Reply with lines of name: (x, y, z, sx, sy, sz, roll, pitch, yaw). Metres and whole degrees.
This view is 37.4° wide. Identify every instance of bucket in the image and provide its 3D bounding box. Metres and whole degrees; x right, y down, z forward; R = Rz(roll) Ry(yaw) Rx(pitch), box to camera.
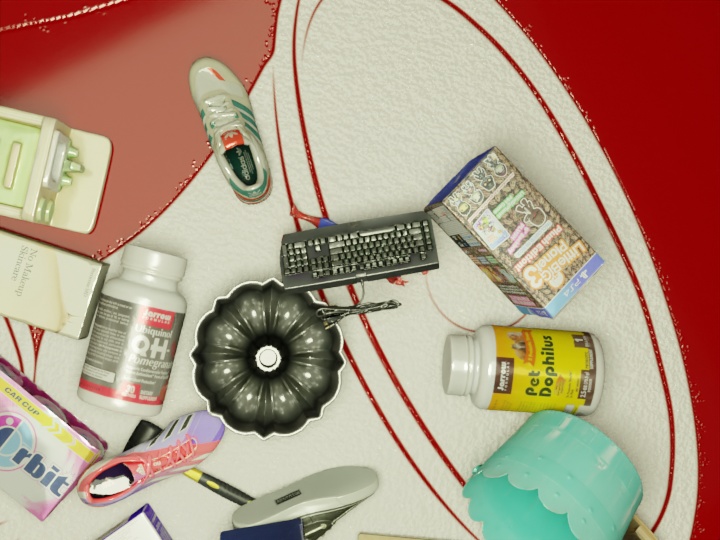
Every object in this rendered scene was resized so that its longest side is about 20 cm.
bucket: (0.244, 0.286, 1.329, 0.208, 0.207, 0.135, 49, 60, -3)

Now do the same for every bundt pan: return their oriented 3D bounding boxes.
bundt pan: (-0.119, 0.112, 1.367, 0.199, 0.076, 0.205, 0, 87, -6)

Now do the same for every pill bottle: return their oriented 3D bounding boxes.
pill bottle: (-0.281, 0.074, 1.337, 0.109, 0.111, 0.203, 14, 89, -5)
pill bottle: (0.209, 0.128, 1.380, 0.197, 0.109, 0.111, 4, 90, -5)

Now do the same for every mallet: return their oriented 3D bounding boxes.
mallet: (-0.212, 0.257, 1.384, 0.198, 0.041, 0.067, 22, 86, -9)

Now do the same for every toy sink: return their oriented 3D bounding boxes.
toy sink: (-0.426, -0.130, 1.325, 0.197, 0.112, 0.132, 14, 89, -5)

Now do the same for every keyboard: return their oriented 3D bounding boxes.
keyboard: (0.000, 0.000, 1.324, 0.197, 0.021, 0.129, -10, 79, 1)

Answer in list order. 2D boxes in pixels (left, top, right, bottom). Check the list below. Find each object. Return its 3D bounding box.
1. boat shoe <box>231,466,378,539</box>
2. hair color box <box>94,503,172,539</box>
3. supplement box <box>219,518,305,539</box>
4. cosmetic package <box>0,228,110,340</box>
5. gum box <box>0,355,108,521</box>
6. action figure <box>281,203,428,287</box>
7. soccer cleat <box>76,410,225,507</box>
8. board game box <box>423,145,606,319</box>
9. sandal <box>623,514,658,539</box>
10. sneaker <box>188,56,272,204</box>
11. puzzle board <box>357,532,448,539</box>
boat shoe: (-0.067, 0.313, 1.382, 0.197, 0.071, 0.064, -17, 113, -8)
hair color box: (-0.265, 0.416, 1.362, 0.109, 0.065, 0.201, -33, 91, -5)
supplement box: (-0.107, 0.429, 1.320, 0.108, 0.109, 0.203, -8, 113, -5)
cosmetic package: (-0.430, 0.009, 1.345, 0.197, 0.073, 0.105, 17, 88, -4)
gum box: (-0.429, 0.212, 1.346, 0.199, 0.066, 0.114, 40, 88, -4)
action figure: (0.000, -0.030, 1.372, 0.197, 0.099, 0.066, 17, 89, -7)
soccer cleat: (-0.255, 0.236, 1.316, 0.198, 0.076, 0.067, -24, 94, -15)
board game box: (0.191, -0.045, 1.354, 0.097, 0.159, 0.200, -45, 94, -4)
sandal: (0.344, 0.290, 1.421, 0.070, 0.077, 0.212, -43, 100, -24)
sneaker: (-0.164, -0.183, 1.357, 0.069, 0.093, 0.202, -21, 92, -5)
puzzle board: (0.086, 0.433, 1.416, 0.197, 0.017, 0.153, 6, 91, -4)
